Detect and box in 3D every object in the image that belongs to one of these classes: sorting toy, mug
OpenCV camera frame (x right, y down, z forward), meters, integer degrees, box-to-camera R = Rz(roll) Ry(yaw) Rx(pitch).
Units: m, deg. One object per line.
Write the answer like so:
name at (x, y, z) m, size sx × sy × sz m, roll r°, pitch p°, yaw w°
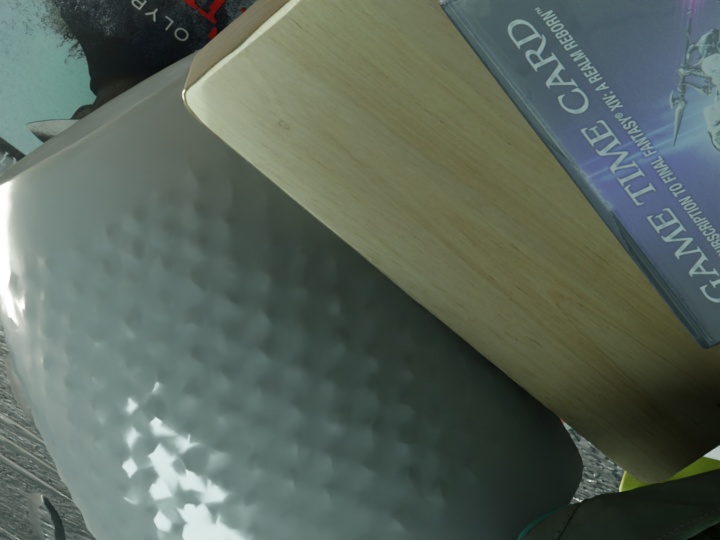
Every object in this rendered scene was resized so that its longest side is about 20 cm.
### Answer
sorting toy at (0.089, -0.063, 0.786) m, size 0.200 × 0.070 × 0.199 m, roll 39°, pitch 122°, yaw -22°
mug at (-0.057, 0.037, 0.869) m, size 0.176 × 0.200 × 0.148 m, roll 59°, pitch -169°, yaw -9°

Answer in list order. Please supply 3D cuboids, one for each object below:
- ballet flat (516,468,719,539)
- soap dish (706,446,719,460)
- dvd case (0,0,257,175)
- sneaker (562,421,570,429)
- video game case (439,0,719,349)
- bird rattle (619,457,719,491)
ballet flat at (0.138, 0.083, 0.826) m, size 0.064 × 0.199 × 0.068 m, roll 47°, pitch 146°, yaw 48°
soap dish at (0.094, -0.011, 1.045) m, size 0.157 × 0.081 × 0.200 m, roll 12°, pitch 154°, yaw 48°
dvd case at (-0.045, -0.095, 0.903) m, size 0.146 × 0.200 × 0.022 m, roll 37°, pitch -161°, yaw -15°
sneaker at (0.000, 0.000, 0.991) m, size 0.199 × 0.077 × 0.082 m, roll 7°, pitch 142°, yaw 22°
video game case at (0.142, -0.064, 0.715) m, size 0.200 × 0.019 × 0.143 m, roll -23°, pitch 124°, yaw 27°
bird rattle at (0.175, 0.083, 1.206) m, size 0.163 × 0.113 × 0.200 m, roll 35°, pitch 180°, yaw 32°
